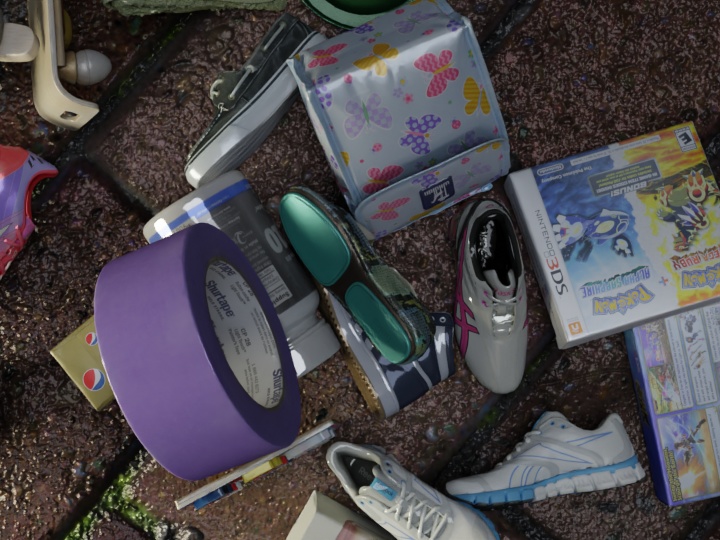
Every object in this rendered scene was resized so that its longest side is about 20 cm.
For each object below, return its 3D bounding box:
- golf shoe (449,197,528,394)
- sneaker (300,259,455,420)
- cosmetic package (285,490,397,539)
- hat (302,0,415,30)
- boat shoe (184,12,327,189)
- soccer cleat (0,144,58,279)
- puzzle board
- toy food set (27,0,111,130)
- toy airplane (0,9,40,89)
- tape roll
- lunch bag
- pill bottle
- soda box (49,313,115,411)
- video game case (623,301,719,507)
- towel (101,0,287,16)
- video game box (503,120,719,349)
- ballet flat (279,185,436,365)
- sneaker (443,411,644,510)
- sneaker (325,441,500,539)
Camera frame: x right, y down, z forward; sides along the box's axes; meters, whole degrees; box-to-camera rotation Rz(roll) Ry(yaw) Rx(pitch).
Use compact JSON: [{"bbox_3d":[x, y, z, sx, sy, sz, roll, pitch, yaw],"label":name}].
[{"bbox_3d":[0.127,0.029,1.131,0.073,0.092,0.200,-10,97,-3],"label":"golf shoe"},{"bbox_3d":[0.021,0.036,1.137,0.108,0.070,0.200,-25,86,-11],"label":"sneaker"},{"bbox_3d":[0.017,0.315,1.130,0.200,0.087,0.103,28,90,-4],"label":"cosmetic package"},{"bbox_3d":[0.010,-0.316,1.071,0.200,0.176,0.166,-43,95,-5],"label":"hat"},{"bbox_3d":[-0.114,-0.168,1.130,0.071,0.072,0.200,39,77,4],"label":"boat shoe"},{"bbox_3d":[-0.359,-0.024,1.112,0.076,0.067,0.200,18,87,-9],"label":"soccer cleat"},{"bbox_3d":[-0.086,0.180,1.064,0.151,0.200,0.017,-27,83,-3],"label":"puzzle board"},{"bbox_3d":[-0.273,-0.240,1.076,0.060,0.144,0.200,-3,90,-22],"label":"toy food set"},{"bbox_3d":[-0.415,-0.214,1.064,0.200,0.141,0.199,-38,73,11],"label":"toy airplane"},{"bbox_3d":[-0.131,0.067,0.955,0.085,0.200,0.200,-23,92,12],"label":"tape roll"},{"bbox_3d":[0.047,-0.136,1.098,0.170,0.127,0.200,-23,125,-3],"label":"lunch bag"},{"bbox_3d":[-0.111,0.015,1.103,0.114,0.114,0.200,-32,93,-3],"label":"pill bottle"},{"bbox_3d":[-0.213,0.064,1.051,0.064,0.200,0.068,-38,93,4],"label":"soda box"},{"bbox_3d":[0.376,0.123,1.173,0.181,0.045,0.200,-11,91,-4],"label":"video game case"},{"bbox_3d":[-0.162,-0.319,1.096,0.200,0.036,0.148,-10,89,-33],"label":"towel"},{"bbox_3d":[0.266,-0.036,1.144,0.200,0.047,0.182,-17,79,-4],"label":"video game box"},{"bbox_3d":[0.000,0.000,1.080,0.074,0.074,0.200,-34,83,-3],"label":"ballet flat"},{"bbox_3d":[0.177,0.189,1.149,0.200,0.075,0.087,-10,78,-6],"label":"sneaker"},{"bbox_3d":[0.041,0.224,1.081,0.200,0.087,0.075,28,81,32],"label":"sneaker"}]
